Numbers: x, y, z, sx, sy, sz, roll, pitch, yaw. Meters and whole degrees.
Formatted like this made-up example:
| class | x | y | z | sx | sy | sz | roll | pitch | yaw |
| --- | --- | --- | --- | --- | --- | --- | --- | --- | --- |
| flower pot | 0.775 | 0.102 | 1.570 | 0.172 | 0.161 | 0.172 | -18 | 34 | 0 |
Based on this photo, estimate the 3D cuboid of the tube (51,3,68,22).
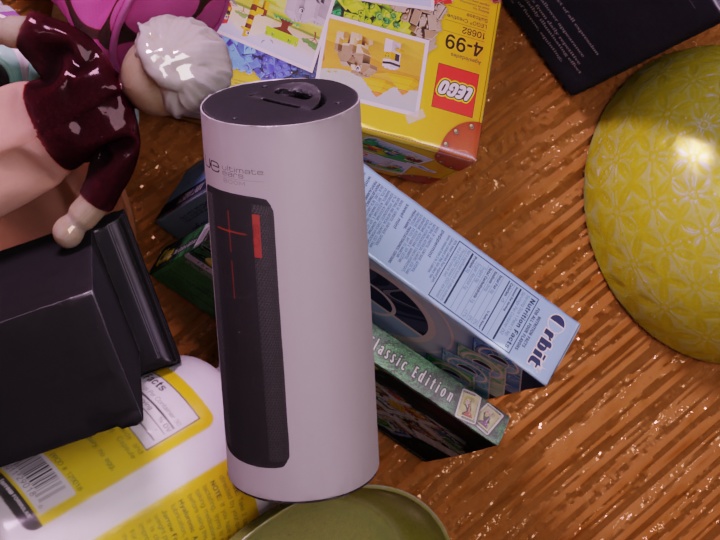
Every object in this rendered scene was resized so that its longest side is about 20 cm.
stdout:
| class | x | y | z | sx | sy | sz | roll | pitch | yaw |
| --- | --- | --- | --- | --- | --- | --- | --- | --- | --- |
| tube | -0.132 | -0.237 | 1.346 | 0.052 | 0.058 | 0.202 | 11 | 77 | -10 |

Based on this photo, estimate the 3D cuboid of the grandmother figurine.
| class | x | y | z | sx | sy | sz | roll | pitch | yaw |
| --- | --- | --- | --- | --- | --- | --- | --- | --- | --- |
| grandmother figurine | -0.157 | -0.075 | 1.194 | 0.199 | 0.061 | 0.122 | -22 | 105 | 14 |

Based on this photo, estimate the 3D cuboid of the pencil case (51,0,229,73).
| class | x | y | z | sx | sy | sz | roll | pitch | yaw |
| --- | --- | --- | --- | --- | --- | --- | --- | --- | --- |
| pencil case | -0.145 | -0.197 | 1.271 | 0.090 | 0.094 | 0.200 | -22 | 56 | -30 |

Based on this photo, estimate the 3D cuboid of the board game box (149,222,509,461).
| class | x | y | z | sx | sy | sz | roll | pitch | yaw |
| --- | --- | --- | --- | --- | --- | --- | --- | --- | --- |
| board game box | -0.019 | 0.042 | 1.323 | 0.199 | 0.105 | 0.024 | 35 | 73 | -14 |

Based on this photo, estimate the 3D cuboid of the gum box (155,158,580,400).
| class | x | y | z | sx | sy | sz | roll | pitch | yaw |
| --- | --- | --- | --- | --- | --- | --- | --- | --- | --- |
| gum box | 0.000 | 0.000 | 1.301 | 0.199 | 0.170 | 0.045 | 36 | 70 | -12 |

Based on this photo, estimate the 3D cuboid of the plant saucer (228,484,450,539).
| class | x | y | z | sx | sy | sz | roll | pitch | yaw |
| --- | --- | --- | --- | --- | --- | --- | --- | --- | --- |
| plant saucer | -0.034 | 0.200 | 1.287 | 0.199 | 0.031 | 0.201 | -19 | 124 | -30 |

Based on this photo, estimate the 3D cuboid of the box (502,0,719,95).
| class | x | y | z | sx | sy | sz | roll | pitch | yaw |
| --- | --- | --- | --- | --- | --- | --- | --- | --- | --- |
| box | 0.157 | -0.209 | 1.378 | 0.107 | 0.200 | 0.149 | -39 | 97 | -21 |

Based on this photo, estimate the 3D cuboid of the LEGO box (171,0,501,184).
| class | x | y | z | sx | sy | sz | roll | pitch | yaw |
| --- | --- | --- | --- | --- | --- | --- | --- | --- | --- |
| LEGO box | -0.026 | -0.150 | 1.364 | 0.199 | 0.077 | 0.150 | 14 | 77 | -19 |

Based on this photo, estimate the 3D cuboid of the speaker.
| class | x | y | z | sx | sy | sz | roll | pitch | yaw |
| --- | --- | --- | --- | --- | --- | --- | --- | --- | --- |
| speaker | -0.034 | 0.008 | 1.176 | 0.081 | 0.081 | 0.202 | -12 | 113 | -22 |

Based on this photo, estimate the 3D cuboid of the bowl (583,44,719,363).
| class | x | y | z | sx | sy | sz | roll | pitch | yaw |
| --- | --- | --- | --- | --- | --- | --- | --- | --- | --- |
| bowl | 0.245 | -0.048 | 1.437 | 0.199 | 0.108 | 0.202 | 3 | 81 | -20 |

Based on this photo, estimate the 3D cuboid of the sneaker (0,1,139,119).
| class | x | y | z | sx | sy | sz | roll | pitch | yaw |
| --- | --- | --- | --- | --- | --- | --- | --- | --- | --- |
| sneaker | -0.206 | -0.140 | 1.277 | 0.199 | 0.078 | 0.140 | 18 | 45 | -7 |

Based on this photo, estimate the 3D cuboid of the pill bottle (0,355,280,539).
| class | x | y | z | sx | sy | sz | roll | pitch | yaw |
| --- | --- | --- | --- | --- | --- | --- | --- | --- | --- |
| pill bottle | -0.112 | 0.114 | 1.272 | 0.199 | 0.111 | 0.112 | -30 | 93 | -22 |

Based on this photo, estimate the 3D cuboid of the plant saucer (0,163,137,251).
| class | x | y | z | sx | sy | sz | roll | pitch | yaw |
| --- | --- | --- | --- | --- | --- | --- | --- | --- | --- |
| plant saucer | -0.215 | -0.013 | 1.292 | 0.199 | 0.037 | 0.202 | 3 | 80 | -20 |

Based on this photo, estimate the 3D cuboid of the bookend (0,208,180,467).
| class | x | y | z | sx | sy | sz | roll | pitch | yaw |
| --- | --- | --- | --- | --- | --- | --- | --- | --- | --- |
| bookend | -0.191 | 0.074 | 1.160 | 0.199 | 0.199 | 0.093 | -19 | 112 | 0 |
